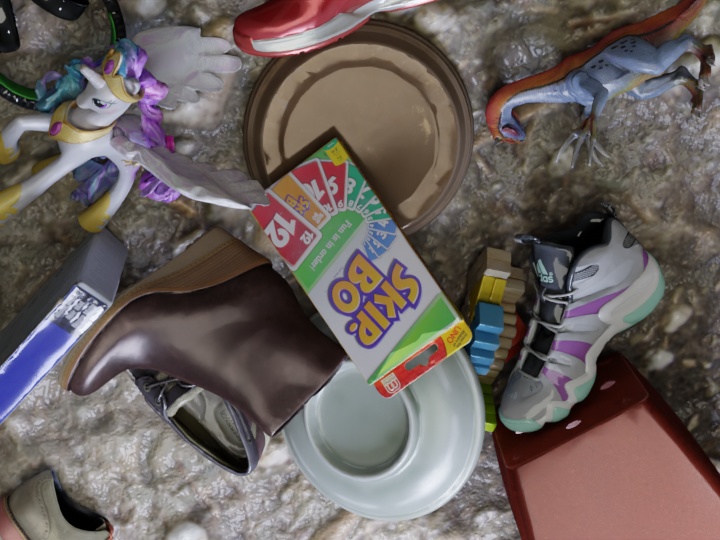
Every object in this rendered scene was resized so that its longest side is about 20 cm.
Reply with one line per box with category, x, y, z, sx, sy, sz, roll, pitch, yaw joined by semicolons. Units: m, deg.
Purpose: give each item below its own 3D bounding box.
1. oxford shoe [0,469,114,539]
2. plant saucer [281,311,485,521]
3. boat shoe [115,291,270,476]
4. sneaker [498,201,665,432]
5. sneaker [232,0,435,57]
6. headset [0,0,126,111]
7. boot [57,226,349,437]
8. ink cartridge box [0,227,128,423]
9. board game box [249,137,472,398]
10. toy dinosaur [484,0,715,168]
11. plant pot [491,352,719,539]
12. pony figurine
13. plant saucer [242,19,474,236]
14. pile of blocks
oxford shoe;-0.247;0.269;1.256;0.075;0.070;0.200;-37;110;3
plant saucer;0.008;0.124;1.186;0.199;0.050;0.202;5;101;24
boat shoe;-0.154;0.101;1.204;0.072;0.065;0.200;-37;107;12
sneaker;0.161;0.028;1.168;0.200;0.078;0.140;-50;123;-16
sneaker;-0.018;-0.251;1.074;0.199;0.078;0.116;-24;124;-10
headset;-0.268;-0.223;1.087;0.123;0.094;0.201;-28;125;1
boot;-0.129;0.076;1.134;0.200;0.072;0.166;-41;80;-15
ink cartridge box;-0.272;0.070;1.111;0.041;0.200;0.200;41;102;-13
board game box;0.000;0.000;1.135;0.095;0.030;0.201;-35;89;8
toy dinosaur;0.198;-0.160;1.156;0.180;0.105;0.202;6;72;6
plant pot;0.218;0.191;1.208;0.199;0.200;0.177;-27;103;5
pony figurine;-0.184;-0.103;1.079;0.192;0.168;0.200;3;150;-48
plant saucer;0.000;-0.110;1.162;0.198;0.030;0.202;-2;111;-5
pile of blocks;0.114;0.081;1.212;0.062;0.082;0.201;10;110;-15
